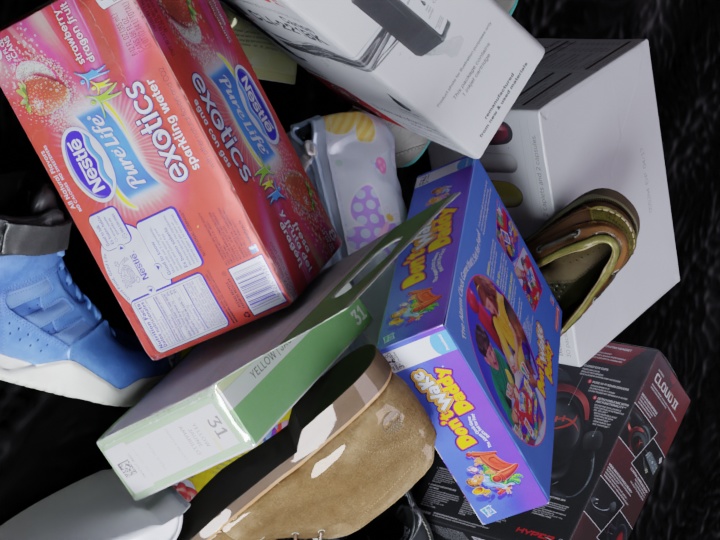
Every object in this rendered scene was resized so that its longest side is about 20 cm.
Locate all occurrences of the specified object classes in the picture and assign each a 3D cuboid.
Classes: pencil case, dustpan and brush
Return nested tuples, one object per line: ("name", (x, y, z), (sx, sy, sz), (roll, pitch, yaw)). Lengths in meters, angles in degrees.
("pencil case", (0.000, 0.000, 1.035), (0.091, 0.082, 0.202), (66, 11, -70))
("dustpan and brush", (-0.192, 0.179, 0.910), (0.198, 0.139, 0.058), (-22, 104, -17))

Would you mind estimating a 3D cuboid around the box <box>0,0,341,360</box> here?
("box", (-0.106, -0.067, 0.902), (0.201, 0.099, 0.096), (62, 25, -12))

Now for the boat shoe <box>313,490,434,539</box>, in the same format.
("boat shoe", (0.007, 0.172, 1.148), (0.075, 0.066, 0.200), (-52, 132, -17))

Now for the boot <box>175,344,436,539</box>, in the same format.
("boot", (-0.044, 0.134, 0.902), (0.200, 0.074, 0.076), (-40, 106, 9))

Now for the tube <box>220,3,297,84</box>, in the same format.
("tube", (-0.058, -0.221, 1.034), (0.052, 0.057, 0.202), (-92, -170, -82))

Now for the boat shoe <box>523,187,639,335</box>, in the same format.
("boat shoe", (0.112, 0.023, 1.147), (0.072, 0.200, 0.068), (37, 30, -5))

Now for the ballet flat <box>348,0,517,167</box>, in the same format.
("ballet flat", (0.053, -0.162, 1.154), (0.064, 0.067, 0.201), (47, 61, -34))

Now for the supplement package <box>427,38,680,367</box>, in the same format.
("supplement package", (0.147, -0.056, 1.243), (0.155, 0.110, 0.202), (-33, 119, -41))

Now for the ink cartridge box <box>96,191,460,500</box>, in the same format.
("ink cartridge box", (-0.035, 0.042, 0.891), (0.048, 0.199, 0.146), (57, 37, -10))

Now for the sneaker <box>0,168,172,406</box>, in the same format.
("sneaker", (-0.172, 0.006, 0.911), (0.199, 0.076, 0.112), (17, 92, -42))

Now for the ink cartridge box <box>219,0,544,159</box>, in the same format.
("ink cartridge box", (-0.009, -0.164, 0.970), (0.200, 0.144, 0.084), (35, 86, -42))

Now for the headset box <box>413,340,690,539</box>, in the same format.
("headset box", (0.148, 0.133, 1.247), (0.075, 0.148, 0.201), (50, 59, -41))

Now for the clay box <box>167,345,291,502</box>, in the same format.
("clay box", (-0.091, 0.095, 1.041), (0.115, 0.047, 0.202), (24, 78, -50))

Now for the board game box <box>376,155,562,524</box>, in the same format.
("board game box", (0.072, 0.036, 1.001), (0.135, 0.044, 0.201), (59, 23, -24))
